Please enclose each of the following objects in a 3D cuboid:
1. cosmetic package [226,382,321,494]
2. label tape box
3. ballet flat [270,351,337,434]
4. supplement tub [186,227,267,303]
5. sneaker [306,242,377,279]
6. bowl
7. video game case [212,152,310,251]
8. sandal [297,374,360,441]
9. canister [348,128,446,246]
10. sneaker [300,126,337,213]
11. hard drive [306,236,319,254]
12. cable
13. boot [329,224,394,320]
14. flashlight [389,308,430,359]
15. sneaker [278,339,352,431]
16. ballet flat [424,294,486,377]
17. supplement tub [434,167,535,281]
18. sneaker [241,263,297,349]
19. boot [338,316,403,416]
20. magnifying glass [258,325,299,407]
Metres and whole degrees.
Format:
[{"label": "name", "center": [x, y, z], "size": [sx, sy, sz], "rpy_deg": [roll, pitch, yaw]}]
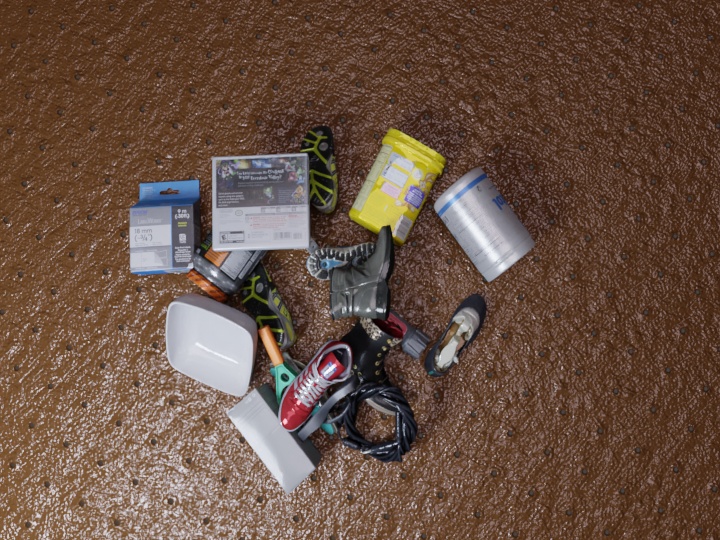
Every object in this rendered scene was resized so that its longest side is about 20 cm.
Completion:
[{"label": "cosmetic package", "center": [-0.172, 0.339, 1.213], "size": [0.089, 0.107, 0.202], "rpy_deg": [-37, 83, 0]}, {"label": "label tape box", "center": [-0.423, -0.099, 1.287], "size": [0.139, 0.063, 0.208], "rpy_deg": [-3, 84, 0]}, {"label": "ballet flat", "center": [-0.106, 0.250, 1.245], "size": [0.200, 0.068, 0.064], "rpy_deg": [45, 56, 3]}, {"label": "supplement tub", "center": [-0.267, -0.041, 1.240], "size": [0.121, 0.123, 0.203], "rpy_deg": [34, 80, 5]}, {"label": "sneaker", "center": [-0.025, -0.023, 1.263], "size": [0.193, 0.090, 0.082], "rpy_deg": [2, 95, -20]}, {"label": "bowl", "center": [-0.297, 0.141, 1.217], "size": [0.194, 0.075, 0.204], "rpy_deg": [20, 128, 6]}, {"label": "video game case", "center": [-0.196, -0.135, 1.174], "size": [0.192, 0.023, 0.189], "rpy_deg": [-2, 84, 2]}, {"label": "sandal", "center": [-0.053, 0.272, 1.155], "size": [0.043, 0.076, 0.201], "rpy_deg": [43, 124, 7]}, {"label": "canister", "center": [0.076, -0.175, 1.275], "size": [0.145, 0.087, 0.205], "rpy_deg": [28, 86, 2]}, {"label": "sneaker", "center": [-0.087, -0.218, 1.288], "size": [0.073, 0.077, 0.207], "rpy_deg": [-4, 67, 9]}, {"label": "hard drive", "center": [-0.164, -0.123, 1.250], "size": [0.026, 0.132, 0.201], "rpy_deg": [-40, 84, -2]}, {"label": "cable", "center": [0.037, 0.307, 1.185], "size": [0.161, 0.051, 0.203], "rpy_deg": [33, 125, 9]}, {"label": "boot", "center": [0.000, 0.000, 1.181], "size": [0.126, 0.068, 0.207], "rpy_deg": [3, 68, 12]}, {"label": "flashlight", "center": [0.054, 0.108, 1.252], "size": [0.198, 0.068, 0.068], "rpy_deg": [40, 85, 6]}, {"label": "sneaker", "center": [-0.085, 0.217, 1.131], "size": [0.071, 0.112, 0.203], "rpy_deg": [37, 74, -9]}, {"label": "ballet flat", "center": [0.206, 0.138, 1.246], "size": [0.072, 0.073, 0.202], "rpy_deg": [36, 85, 5]}, {"label": "supplement tub", "center": [0.257, -0.097, 1.240], "size": [0.131, 0.132, 0.202], "rpy_deg": [-37, 85, -3]}, {"label": "sneaker", "center": [-0.195, 0.080, 1.264], "size": [0.074, 0.076, 0.205], "rpy_deg": [-31, 65, 19]}, {"label": "boot", "center": [0.041, 0.185, 1.213], "size": [0.199, 0.073, 0.152], "rpy_deg": [42, 119, 12]}, {"label": "magnifying glass", "center": [-0.154, 0.207, 1.194], "size": [0.077, 0.022, 0.205], "rpy_deg": [-20, 98, 19]}]
